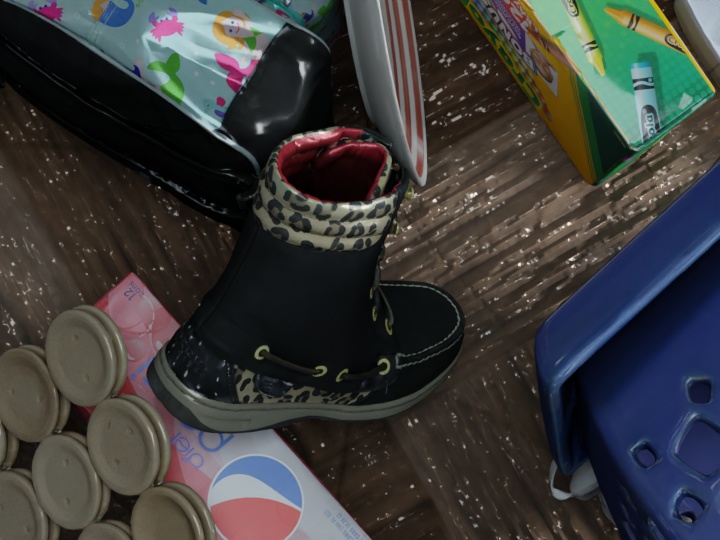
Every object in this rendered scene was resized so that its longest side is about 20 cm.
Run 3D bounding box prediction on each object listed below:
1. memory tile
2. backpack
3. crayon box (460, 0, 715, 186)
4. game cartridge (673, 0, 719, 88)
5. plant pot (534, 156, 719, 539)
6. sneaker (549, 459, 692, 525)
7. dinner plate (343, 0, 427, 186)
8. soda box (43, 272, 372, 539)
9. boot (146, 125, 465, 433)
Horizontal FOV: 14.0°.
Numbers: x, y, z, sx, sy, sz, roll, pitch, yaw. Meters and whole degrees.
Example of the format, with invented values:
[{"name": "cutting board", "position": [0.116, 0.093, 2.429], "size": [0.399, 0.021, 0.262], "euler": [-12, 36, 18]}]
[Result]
[{"name": "memory tile", "position": [-0.134, 0.128, 1.488], "size": [0.017, 0.153, 0.201], "euler": [-16, 76, -47]}, {"name": "backpack", "position": [-0.107, -0.124, 1.503], "size": [0.199, 0.178, 0.151], "euler": [25, 78, 8]}, {"name": "crayon box", "position": [0.098, -0.149, 1.555], "size": [0.058, 0.119, 0.201], "euler": [-34, 87, -9]}, {"name": "game cartridge", "position": [0.274, -0.114, 1.612], "size": [0.200, 0.040, 0.133], "euler": [43, 77, 0]}, {"name": "plant pot", "position": [0.195, 0.065, 1.434], "size": [0.200, 0.200, 0.180], "euler": [-42, 73, -7]}, {"name": "sneaker", "position": [0.199, 0.106, 1.560], "size": [0.199, 0.075, 0.116], "euler": [24, 82, 2]}, {"name": "dinner plate", "position": [0.008, -0.141, 1.507], "size": [0.024, 0.200, 0.202], "euler": [-7, 84, 6]}, {"name": "soda box", "position": [-0.077, 0.100, 1.523], "size": [0.070, 0.063, 0.200], "euler": [-42, 83, -9]}, {"name": "boot", "position": [0.000, 0.001, 1.476], "size": [0.203, 0.154, 0.074], "euler": [-10, 48, -43]}]
